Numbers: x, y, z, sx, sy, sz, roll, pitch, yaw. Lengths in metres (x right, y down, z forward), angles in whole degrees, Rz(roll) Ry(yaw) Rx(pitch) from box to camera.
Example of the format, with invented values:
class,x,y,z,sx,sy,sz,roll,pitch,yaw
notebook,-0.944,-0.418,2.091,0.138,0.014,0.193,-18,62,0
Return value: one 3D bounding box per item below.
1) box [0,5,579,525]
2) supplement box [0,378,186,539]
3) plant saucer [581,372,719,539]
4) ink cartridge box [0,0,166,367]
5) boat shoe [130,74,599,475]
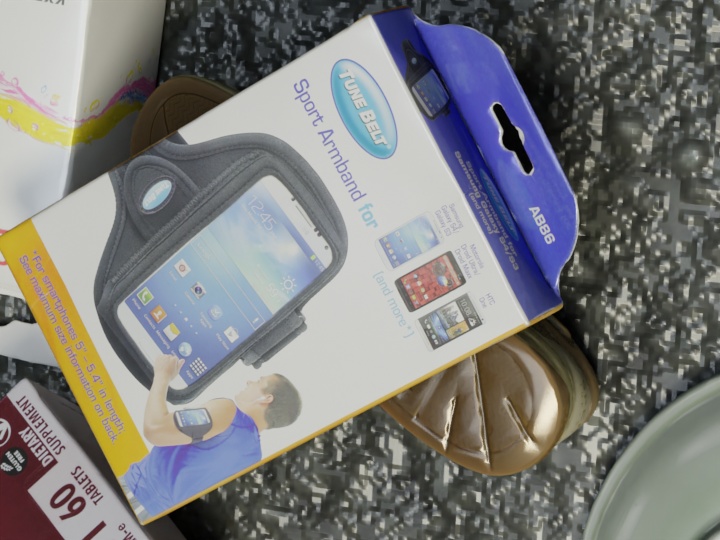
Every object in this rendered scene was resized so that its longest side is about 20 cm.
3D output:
class,x,y,z,sx,sy,sz,roll,pitch,yaw
box,-0.023,-0.005,0.982,0.200,0.041,0.119,-29,87,28
supplement box,-0.161,0.151,1.080,0.200,0.061,0.109,-44,64,3
plant saucer,0.164,0.130,0.984,0.199,0.050,0.201,3,98,23
ink cartridge box,-0.146,-0.060,1.085,0.117,0.067,0.201,12,102,21
boat shoe,0.000,0.000,1.030,0.200,0.064,0.071,41,114,13
